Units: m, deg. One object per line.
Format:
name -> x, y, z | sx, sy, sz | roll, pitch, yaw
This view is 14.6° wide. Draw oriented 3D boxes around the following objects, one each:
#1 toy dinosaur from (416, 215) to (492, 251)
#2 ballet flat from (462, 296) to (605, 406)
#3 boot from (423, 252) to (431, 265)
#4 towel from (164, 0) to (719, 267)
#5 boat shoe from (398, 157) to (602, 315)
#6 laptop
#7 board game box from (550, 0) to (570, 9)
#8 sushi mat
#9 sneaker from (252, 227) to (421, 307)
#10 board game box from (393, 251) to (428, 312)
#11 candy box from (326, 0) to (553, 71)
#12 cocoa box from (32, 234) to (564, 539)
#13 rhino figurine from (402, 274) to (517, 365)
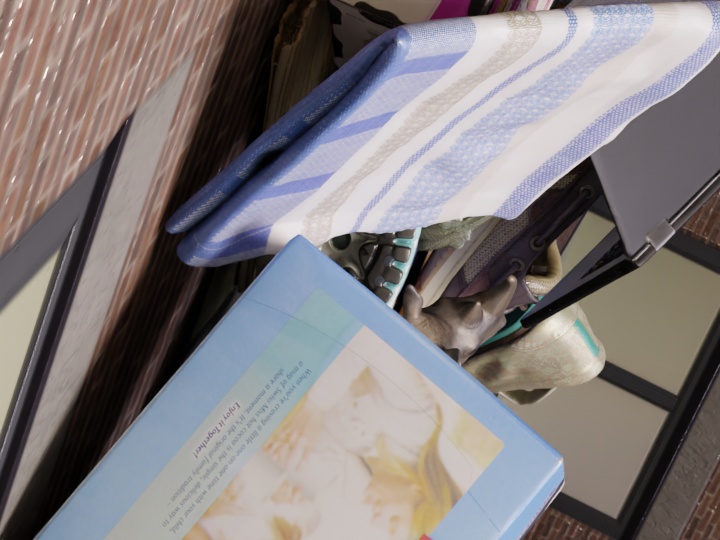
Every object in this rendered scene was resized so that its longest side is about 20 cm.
toy dinosaur -> -0.007, -0.015, 1.276 | 0.200, 0.047, 0.088 | -38, -142, 47
ballet flat -> 0.058, 0.057, 1.552 | 0.200, 0.062, 0.068 | -16, -147, 55
boot -> 0.051, -0.036, 1.581 | 0.200, 0.075, 0.074 | -61, 179, 0
towel -> 0.037, -0.052, 1.048 | 0.200, 0.024, 0.147 | -9, 157, -48
boat shoe -> 0.074, -0.009, 1.446 | 0.200, 0.065, 0.072 | -59, -179, 38
laptop -> 0.141, -0.093, 1.338 | 0.187, 0.116, 0.200 | -42, -177, -26
board game box -> 0.127, -0.182, 1.341 | 0.147, 0.064, 0.200 | -16, 150, -22
sushi mat -> -0.021, -0.073, 1.141 | 0.096, 0.012, 0.200 | -60, 172, -28
sneaker -> -0.025, 0.039, 1.187 | 0.200, 0.078, 0.086 | -60, 174, 12
board game box -> 0.000, 0.000, 1.438 | 0.200, 0.045, 0.134 | -66, 173, 22
candy box -> 0.043, -0.126, 1.122 | 0.137, 0.061, 0.200 | -64, 172, -11
cocoa box -> -0.033, 0.108, 1.051 | 0.200, 0.133, 0.131 | -50, 171, -3
rhino figurine -> -0.007, 0.061, 1.258 | 0.200, 0.060, 0.087 | -36, 163, 21
